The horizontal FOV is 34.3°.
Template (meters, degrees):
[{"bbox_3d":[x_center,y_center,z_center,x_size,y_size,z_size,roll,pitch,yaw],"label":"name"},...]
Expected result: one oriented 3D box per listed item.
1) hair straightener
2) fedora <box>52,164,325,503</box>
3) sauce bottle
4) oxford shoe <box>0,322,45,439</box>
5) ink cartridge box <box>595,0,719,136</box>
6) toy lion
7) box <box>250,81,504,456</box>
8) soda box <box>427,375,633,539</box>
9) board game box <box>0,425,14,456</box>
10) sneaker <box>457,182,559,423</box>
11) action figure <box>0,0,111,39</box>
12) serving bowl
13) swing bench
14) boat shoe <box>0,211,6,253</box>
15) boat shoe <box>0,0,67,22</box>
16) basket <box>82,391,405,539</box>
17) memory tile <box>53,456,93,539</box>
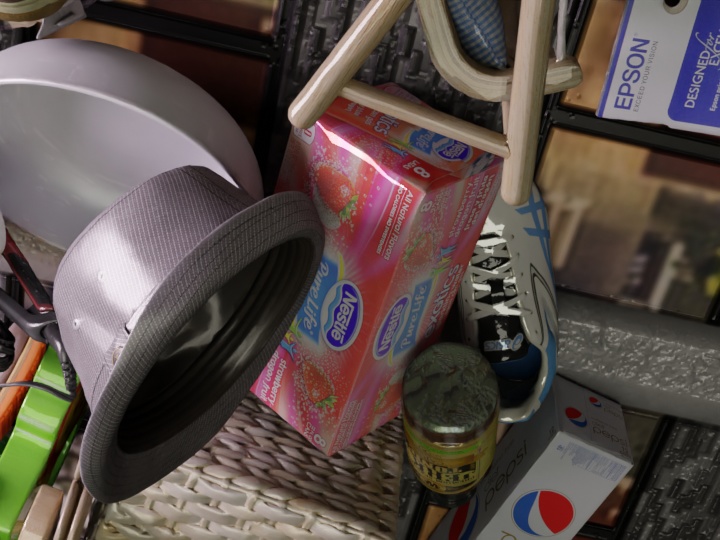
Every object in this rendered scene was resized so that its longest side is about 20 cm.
[{"bbox_3d":[-0.231,0.025,0.723,0.077,0.200,0.041,-37,141,-12],"label":"hair straightener"},{"bbox_3d":[-0.107,0.021,0.636,0.090,0.176,0.201,40,128,15],"label":"fedora"},{"bbox_3d":[0.062,0.115,0.792,0.064,0.065,0.201,-2,152,6],"label":"sauce bottle"},{"bbox_3d":[-0.280,0.101,0.787,0.072,0.201,0.071,30,147,-3],"label":"oxford shoe"},{"bbox_3d":[0.250,-0.168,0.655,0.197,0.047,0.199,10,124,0],"label":"ink cartridge box"},{"bbox_3d":[-0.211,0.104,0.795,0.068,0.193,0.200,23,153,-6],"label":"toy lion"},{"bbox_3d":[0.000,0.000,0.727,0.102,0.094,0.202,36,126,24],"label":"box"},{"bbox_3d":[0.119,0.177,0.867,0.063,0.068,0.201,24,121,-12],"label":"soda box"},{"bbox_3d":[-0.372,0.165,0.918,0.135,0.035,0.200,33,120,-15],"label":"board game box"},{"bbox_3d":[0.093,0.011,0.763,0.071,0.073,0.202,-9,120,11],"label":"sneaker"},{"bbox_3d":[-0.206,-0.159,0.651,0.198,0.130,0.070,-8,108,26],"label":"action figure"},{"bbox_3d":[-0.148,-0.074,0.707,0.198,0.066,0.201,12,152,6],"label":"serving bowl"},{"bbox_3d":[0.058,-0.179,0.570,0.128,0.200,0.201,18,123,-7],"label":"swing bench"},{"bbox_3d":[-0.308,-0.039,0.725,0.198,0.060,0.075,20,121,28],"label":"boat shoe"},{"bbox_3d":[-0.161,-0.226,0.572,0.072,0.203,0.065,-1,166,-6],"label":"boat shoe"},{"bbox_3d":[-0.087,0.170,0.827,0.198,0.162,0.199,22,121,-11],"label":"basket"},{"bbox_3d":[-0.180,0.135,0.773,0.017,0.153,0.202,17,82,-10],"label":"memory tile"}]
